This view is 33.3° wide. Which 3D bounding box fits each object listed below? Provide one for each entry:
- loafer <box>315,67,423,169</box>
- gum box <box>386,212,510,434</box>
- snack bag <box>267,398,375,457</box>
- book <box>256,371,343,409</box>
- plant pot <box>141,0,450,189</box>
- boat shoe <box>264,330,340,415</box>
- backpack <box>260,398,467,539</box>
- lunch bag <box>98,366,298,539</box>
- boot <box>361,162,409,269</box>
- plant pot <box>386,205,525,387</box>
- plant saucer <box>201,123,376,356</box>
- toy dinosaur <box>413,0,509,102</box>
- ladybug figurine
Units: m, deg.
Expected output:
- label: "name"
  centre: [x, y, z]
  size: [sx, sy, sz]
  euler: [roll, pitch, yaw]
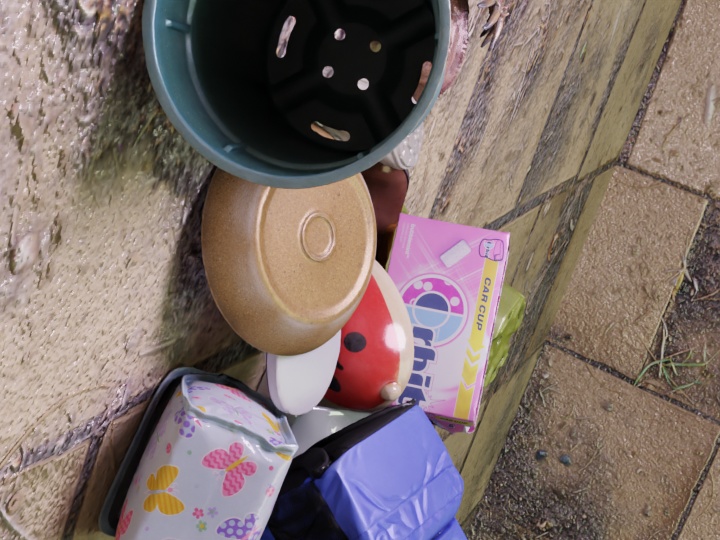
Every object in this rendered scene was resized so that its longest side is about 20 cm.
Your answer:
- label: "loafer"
  centre: [0.004, -0.141, 1.105]
  size: [0.200, 0.069, 0.071]
  euler: [32, 69, -64]
- label: "gum box"
  centre: [0.075, 0.056, 1.196]
  size: [0.066, 0.112, 0.202]
  euler: [65, 37, -75]
- label: "snack bag"
  centre: [-0.089, 0.215, 1.201]
  size: [0.198, 0.021, 0.190]
  euler: [10, 110, -26]
- label: "book"
  centre: [-0.017, 0.143, 1.345]
  size: [0.048, 0.133, 0.200]
  euler: [-65, 164, 5]
- label: "plant pot"
  centre: [-0.023, -0.157, 0.842]
  size: [0.196, 0.199, 0.202]
  euler: [-14, 127, -78]
- label: "boat shoe"
  centre: [-0.064, 0.025, 1.073]
  size: [0.071, 0.065, 0.202]
  euler: [1, 88, -40]
- label: "backpack"
  centre: [-0.020, 0.239, 1.092]
  size: [0.199, 0.169, 0.162]
  euler: [-32, 171, 39]
- label: "lunch bag"
  centre: [-0.143, 0.182, 1.031]
  size: [0.200, 0.126, 0.171]
  euler: [-136, -110, -80]
- label: "boot"
  centre: [0.000, 0.000, 1.221]
  size: [0.189, 0.068, 0.202]
  euler: [110, -9, -58]
- label: "plant pot"
  centre: [0.088, 0.047, 1.436]
  size: [0.201, 0.189, 0.201]
  euler: [-54, 159, -32]
- label: "plant saucer"
  centre: [-0.046, -0.028, 1.012]
  size: [0.199, 0.035, 0.202]
  euler: [-1, 92, -48]
- label: "toy dinosaur"
  centre: [0.076, -0.217, 1.126]
  size: [0.086, 0.135, 0.202]
  euler: [-33, 145, -60]
- label: "ladybug figurine"
  centre: [-0.025, 0.051, 1.135]
  size: [0.072, 0.200, 0.137]
  euler: [9, 117, -43]
